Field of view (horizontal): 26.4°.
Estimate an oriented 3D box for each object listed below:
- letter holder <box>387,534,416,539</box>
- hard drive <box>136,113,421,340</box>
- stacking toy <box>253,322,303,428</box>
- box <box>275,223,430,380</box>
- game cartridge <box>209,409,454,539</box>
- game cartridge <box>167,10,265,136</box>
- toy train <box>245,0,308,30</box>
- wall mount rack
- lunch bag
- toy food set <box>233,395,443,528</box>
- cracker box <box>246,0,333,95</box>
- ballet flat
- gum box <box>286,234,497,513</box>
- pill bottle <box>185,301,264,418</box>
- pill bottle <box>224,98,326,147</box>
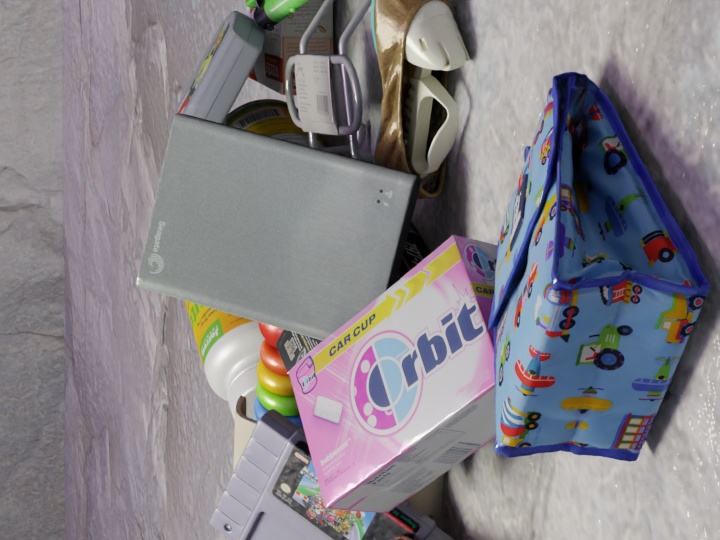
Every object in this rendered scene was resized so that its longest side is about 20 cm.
[{"bbox_3d":[0.045,0.317,1.144,0.142,0.100,0.201,-2,107,70],"label":"letter holder"},{"bbox_3d":[-0.065,-0.030,1.189,0.033,0.199,0.141,-11,-64,-76],"label":"hard drive"},{"bbox_3d":[-0.065,0.104,1.390,0.086,0.085,0.201,-117,20,-49],"label":"stacking toy"},{"bbox_3d":[0.013,0.066,1.227,0.161,0.043,0.200,-57,36,22],"label":"box"},{"bbox_3d":[-0.022,0.218,1.267,0.199,0.038,0.130,34,125,13],"label":"game cartridge"},{"bbox_3d":[-0.136,-0.179,1.445,0.134,0.041,0.200,-57,13,4],"label":"game cartridge"},{"bbox_3d":[-0.041,-0.265,1.332,0.200,0.041,0.057,-26,68,52],"label":"toy train"},{"bbox_3d":[-0.008,-0.182,1.304,0.200,0.074,0.175,-158,61,-69],"label":"wall mount rack"},{"bbox_3d":[0.128,-0.010,0.932,0.201,0.093,0.151,-95,12,-45],"label":"lunch bag"},{"bbox_3d":[-0.024,0.199,1.318,0.199,0.060,0.145,14,115,24],"label":"toy food set"},{"bbox_3d":[-0.070,-0.278,1.483,0.134,0.057,0.202,-144,51,-67],"label":"cracker box"},{"bbox_3d":[0.047,-0.142,1.162,0.072,0.068,0.201,30,127,42],"label":"ballet flat"},{"bbox_3d":[0.038,0.081,1.091,0.200,0.066,0.114,-40,54,33],"label":"gum box"},{"bbox_3d":[-0.115,0.067,1.597,0.112,0.110,0.201,103,155,-43],"label":"pill bottle"},{"bbox_3d":[-0.068,-0.071,1.442,0.200,0.110,0.112,-121,31,-53],"label":"pill bottle"}]
